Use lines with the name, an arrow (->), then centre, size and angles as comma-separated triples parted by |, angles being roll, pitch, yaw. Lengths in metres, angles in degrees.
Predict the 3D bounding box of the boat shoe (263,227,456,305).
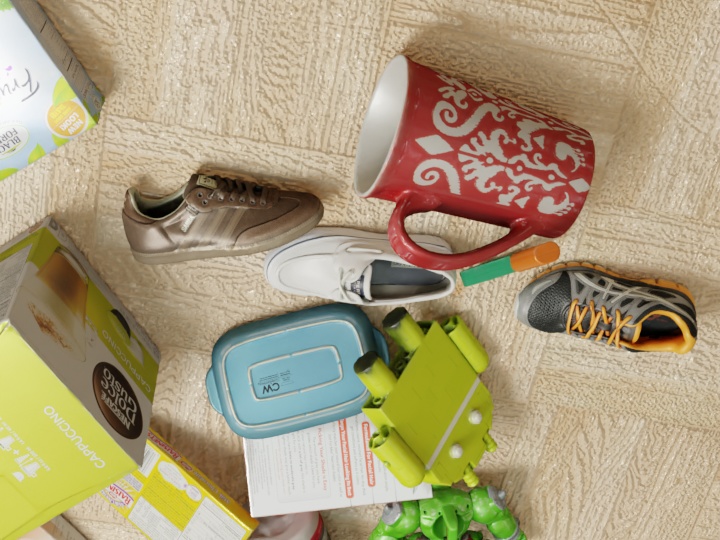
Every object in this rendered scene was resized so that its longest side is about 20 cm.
boat shoe -> 0.000, 0.000, 1.206 | 0.197, 0.066, 0.075 | -5, 120, 0

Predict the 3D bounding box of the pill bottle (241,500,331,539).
pill bottle -> -0.071, 0.358, 1.377 | 0.109, 0.111, 0.202 | -17, 119, 7

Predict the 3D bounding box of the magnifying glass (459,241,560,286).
magnifying glass -> 0.148, -0.008, 1.147 | 0.079, 0.200, 0.023 | -18, 90, -10

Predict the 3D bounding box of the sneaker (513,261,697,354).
sneaker -> 0.257, 0.045, 1.239 | 0.197, 0.078, 0.079 | 2, 121, -3

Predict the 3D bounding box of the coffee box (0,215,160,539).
coffee box -> -0.337, 0.113, 1.176 | 0.198, 0.199, 0.201 | -29, 117, 13

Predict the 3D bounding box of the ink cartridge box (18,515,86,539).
ink cartridge box -> -0.374, 0.378, 1.408 | 0.161, 0.050, 0.201 | -33, 113, 15

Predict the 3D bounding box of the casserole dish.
casserole dish -> -0.067, 0.105, 1.245 | 0.197, 0.039, 0.123 | -14, 89, 2

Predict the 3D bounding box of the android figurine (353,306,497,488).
android figurine -> 0.075, 0.140, 1.244 | 0.041, 0.183, 0.201 | -8, 127, 49

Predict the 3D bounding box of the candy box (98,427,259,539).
candy box -> -0.211, 0.248, 1.307 | 0.199, 0.026, 0.103 | 39, 116, 9

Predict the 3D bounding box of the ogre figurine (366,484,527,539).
ogre figurine -> 0.096, 0.295, 1.361 | 0.197, 0.099, 0.121 | 7, 131, 6

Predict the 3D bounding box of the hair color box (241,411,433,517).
hair color box -> -0.025, 0.196, 1.295 | 0.197, 0.064, 0.113 | -6, 93, 2

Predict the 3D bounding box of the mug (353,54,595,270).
mug -> 0.102, -0.087, 1.123 | 0.197, 0.133, 0.180 | 14, 95, -16

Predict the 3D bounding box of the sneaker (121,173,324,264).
sneaker -> -0.136, -0.058, 1.164 | 0.197, 0.071, 0.076 | -12, 118, 3

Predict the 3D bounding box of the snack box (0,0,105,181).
snack box -> -0.357, -0.184, 1.085 | 0.167, 0.068, 0.201 | -28, 119, 12
